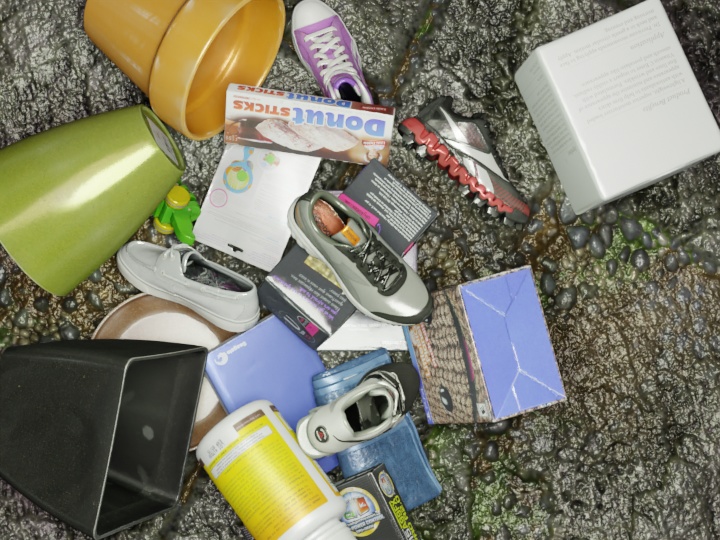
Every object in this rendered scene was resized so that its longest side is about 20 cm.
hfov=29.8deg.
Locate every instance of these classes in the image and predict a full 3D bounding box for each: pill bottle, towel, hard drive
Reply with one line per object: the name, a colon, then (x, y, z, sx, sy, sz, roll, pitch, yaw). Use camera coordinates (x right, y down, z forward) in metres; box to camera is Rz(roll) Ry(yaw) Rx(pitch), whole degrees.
pill bottle: (-0.091, 0.254, 1.543, 0.109, 0.109, 0.200, -37, 75, -5)
towel: (0.018, 0.204, 1.646, 0.111, 0.049, 0.201, -20, 91, -31)
hard drive: (-0.094, 0.161, 1.646, 0.132, 0.025, 0.200, -30, 97, -18)

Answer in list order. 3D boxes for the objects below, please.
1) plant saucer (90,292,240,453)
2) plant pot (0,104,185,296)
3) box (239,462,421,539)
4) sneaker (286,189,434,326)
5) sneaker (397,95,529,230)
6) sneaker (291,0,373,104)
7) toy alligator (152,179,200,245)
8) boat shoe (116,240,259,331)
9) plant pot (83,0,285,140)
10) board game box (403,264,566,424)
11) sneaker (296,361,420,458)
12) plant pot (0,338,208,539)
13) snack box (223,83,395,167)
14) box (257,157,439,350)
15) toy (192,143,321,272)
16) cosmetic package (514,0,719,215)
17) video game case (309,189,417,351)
plant saucer: (-0.236, 0.124, 1.659, 0.200, 0.037, 0.201, 0, 86, -3)
plant pot: (-0.311, -0.102, 1.571, 0.200, 0.187, 0.187, -31, 89, 7)
box: (-0.025, 0.339, 1.611, 0.200, 0.044, 0.161, -26, 90, 25)
sneaker: (0.001, -0.013, 1.504, 0.200, 0.079, 0.074, 42, 72, -1)
sneaker: (0.145, -0.139, 1.681, 0.200, 0.071, 0.098, 42, 87, 1)
sneaker: (-0.027, -0.250, 1.656, 0.072, 0.114, 0.201, -24, 87, -3)
toy alligator: (-0.252, -0.111, 1.664, 0.054, 0.059, 0.200, -25, 65, -43)
boat shoe: (-0.207, 0.004, 1.620, 0.200, 0.069, 0.072, 30, 43, 24)
plant pot: (-0.220, -0.286, 1.616, 0.183, 0.200, 0.200, 33, 85, 14)
board game box: (0.138, 0.092, 1.595, 0.097, 0.200, 0.160, -14, 87, -20)
sneaker: (0.022, 0.156, 1.568, 0.200, 0.088, 0.074, -31, 93, -47)
plant pot: (-0.310, 0.170, 1.544, 0.177, 0.199, 0.201, 13, 95, 19)
snack box: (-0.061, -0.172, 1.608, 0.199, 0.024, 0.072, 9, 124, 2)
box: (-0.018, -0.017, 1.605, 0.106, 0.122, 0.200, 42, 75, 0)
toy: (-0.117, -0.112, 1.670, 0.115, 0.047, 0.200, 23, 99, 6)
cosmetic package: (0.310, -0.195, 1.649, 0.164, 0.165, 0.200, -23, 88, -4)
video game case: (0.000, 0.000, 1.691, 0.142, 0.019, 0.201, 0, 88, -4)
